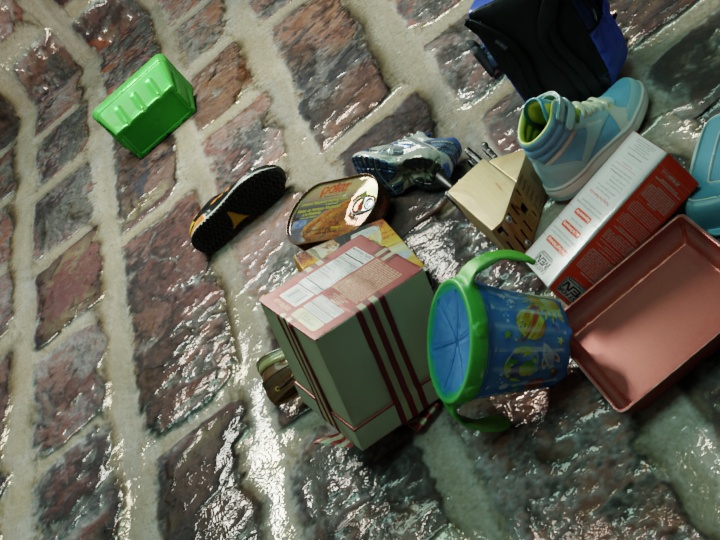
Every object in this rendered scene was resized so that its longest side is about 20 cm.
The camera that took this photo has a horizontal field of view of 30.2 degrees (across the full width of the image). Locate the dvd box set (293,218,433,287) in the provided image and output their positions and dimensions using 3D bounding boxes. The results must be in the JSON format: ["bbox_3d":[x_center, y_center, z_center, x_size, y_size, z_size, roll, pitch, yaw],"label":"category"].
[{"bbox_3d":[0.000,0.000,1.834,0.145,0.030,0.200,-23,27,-7],"label":"dvd box set"}]

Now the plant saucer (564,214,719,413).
[{"bbox_3d":[0.317,0.050,1.416,0.199,0.037,0.200,-40,29,4],"label":"plant saucer"}]

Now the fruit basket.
[{"bbox_3d":[-0.459,-0.359,2.839,0.214,0.156,0.217,-17,52,23],"label":"fruit basket"}]

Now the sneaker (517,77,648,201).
[{"bbox_3d":[0.280,-0.201,1.703,0.200,0.131,0.079,-51,29,-17],"label":"sneaker"}]

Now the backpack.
[{"bbox_3d":[0.274,-0.325,1.813,0.162,0.201,0.168,-15,29,43],"label":"backpack"}]

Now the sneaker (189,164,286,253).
[{"bbox_3d":[-0.215,-0.121,2.271,0.200,0.070,0.090,-41,32,7],"label":"sneaker"}]

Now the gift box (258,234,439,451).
[{"bbox_3d":[-0.008,0.096,1.595,0.199,0.188,0.184,-31,28,-12],"label":"gift box"}]

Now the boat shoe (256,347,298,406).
[{"bbox_3d":[-0.040,0.119,1.747,0.199,0.072,0.068,-24,66,16],"label":"boat shoe"}]

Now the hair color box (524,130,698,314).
[{"bbox_3d":[0.284,-0.056,1.535,0.200,0.061,0.102,-48,22,8],"label":"hair color box"}]

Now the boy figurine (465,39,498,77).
[{"bbox_3d":[0.260,-0.380,2.044,0.199,0.064,0.125,-38,26,15],"label":"boy figurine"}]

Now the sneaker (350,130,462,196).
[{"bbox_3d":[0.073,-0.163,1.987,0.199,0.077,0.085,5,43,44],"label":"sneaker"}]

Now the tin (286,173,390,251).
[{"bbox_3d":[-0.034,-0.085,2.012,0.199,0.042,0.113,-6,61,48],"label":"tin"}]

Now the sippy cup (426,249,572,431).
[{"bbox_3d":[0.154,0.077,1.449,0.178,0.129,0.141,112,153,-49],"label":"sippy cup"}]

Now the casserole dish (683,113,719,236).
[{"bbox_3d":[0.426,-0.124,1.515,0.120,0.039,0.201,-14,38,41],"label":"casserole dish"}]

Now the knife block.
[{"bbox_3d":[0.158,-0.088,1.771,0.175,0.064,0.201,-17,38,39],"label":"knife block"}]
